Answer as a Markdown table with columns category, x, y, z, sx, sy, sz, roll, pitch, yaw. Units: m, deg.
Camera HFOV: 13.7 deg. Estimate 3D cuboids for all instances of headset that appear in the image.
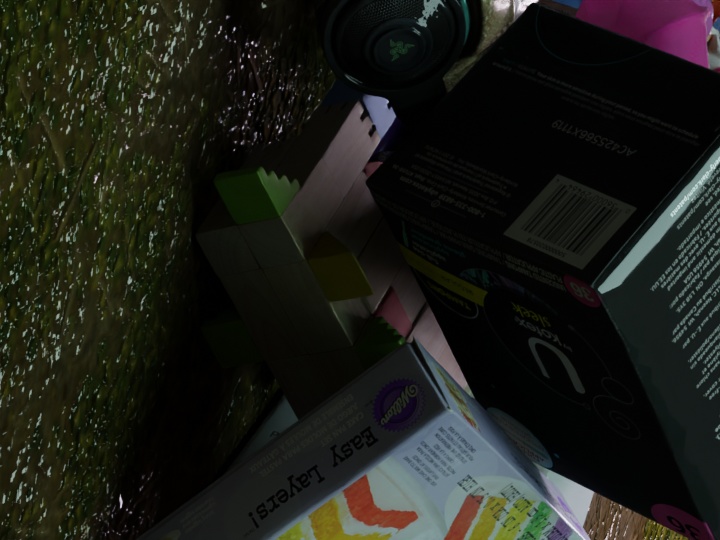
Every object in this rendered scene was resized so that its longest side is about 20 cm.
| category | x | y | z | sx | sy | sz | roll | pitch | yaw |
| --- | --- | --- | --- | --- | --- | --- | --- | --- | --- |
| headset | -0.009 | -0.138 | 1.368 | 0.200 | 0.094 | 0.124 | 65 | 6 | -64 |

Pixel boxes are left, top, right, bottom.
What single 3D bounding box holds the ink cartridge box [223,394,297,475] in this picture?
| category | x | y | z | sx | sy | sz | roll | pitch | yaw |
| --- | --- | --- | --- | --- | --- | --- | --- | --- | --- |
| ink cartridge box | -0.030 | 0.145 | 1.571 | 0.200 | 0.050 | 0.162 | -49 | 149 | -52 |

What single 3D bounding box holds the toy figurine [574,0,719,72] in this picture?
| category | x | y | z | sx | sy | sz | roll | pitch | yaw |
| --- | --- | --- | --- | --- | --- | --- | --- | --- | --- |
| toy figurine | 0.180 | -0.093 | 1.497 | 0.184 | 0.150 | 0.200 | 42 | 43 | -30 |

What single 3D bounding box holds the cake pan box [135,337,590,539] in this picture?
| category | x | y | z | sx | sy | sz | roll | pitch | yaw |
| --- | --- | --- | --- | --- | --- | --- | --- | --- | --- |
| cake pan box | -0.002 | 0.138 | 1.406 | 0.184 | 0.052 | 0.200 | -34 | 145 | 6 |

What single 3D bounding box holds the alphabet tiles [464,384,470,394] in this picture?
| category | x | y | z | sx | sy | sz | roll | pitch | yaw |
| --- | --- | --- | --- | --- | --- | --- | --- | --- | --- |
| alphabet tiles | 0.053 | 0.027 | 1.610 | 0.200 | 0.015 | 0.196 | -60 | -169 | -14 |

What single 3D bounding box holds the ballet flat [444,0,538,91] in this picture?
| category | x | y | z | sx | sy | sz | roll | pitch | yaw |
| --- | --- | --- | --- | --- | --- | --- | --- | --- | --- |
| ballet flat | 0.053 | -0.137 | 1.500 | 0.200 | 0.065 | 0.071 | 144 | -77 | -78 |

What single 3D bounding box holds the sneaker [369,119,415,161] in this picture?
| category | x | y | z | sx | sy | sz | roll | pitch | yaw |
| --- | --- | --- | --- | --- | --- | --- | --- | --- | --- |
| sneaker | 0.015 | -0.013 | 1.565 | 0.200 | 0.080 | 0.089 | -68 | 155 | -42 |

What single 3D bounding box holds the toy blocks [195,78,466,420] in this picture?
| category | x | y | z | sx | sy | sz | roll | pitch | yaw |
| --- | --- | --- | --- | --- | --- | --- | --- | --- | --- |
| toy blocks | 0.000 | 0.000 | 1.449 | 0.200 | 0.100 | 0.137 | 62 | 36 | -25 |

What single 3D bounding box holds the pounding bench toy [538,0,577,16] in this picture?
| category | x | y | z | sx | sy | sz | roll | pitch | yaw |
| --- | --- | --- | --- | --- | --- | --- | --- | --- | --- |
| pounding bench toy | 0.160 | -0.151 | 1.709 | 0.156 | 0.200 | 0.124 | 73 | 33 | -57 |

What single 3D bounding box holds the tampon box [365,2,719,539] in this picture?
| category | x | y | z | sx | sy | sz | roll | pitch | yaw |
| --- | --- | --- | --- | --- | --- | --- | --- | --- | --- |
| tampon box | 0.122 | 0.005 | 1.387 | 0.126 | 0.150 | 0.200 | -47 | 135 | -19 |

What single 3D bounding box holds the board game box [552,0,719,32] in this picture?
| category | x | y | z | sx | sy | sz | roll | pitch | yaw |
| --- | --- | --- | --- | --- | --- | --- | --- | --- | --- |
| board game box | 0.122 | -0.193 | 1.608 | 0.039 | 0.200 | 0.158 | 122 | -17 | -57 |

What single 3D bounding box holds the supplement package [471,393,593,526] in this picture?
| category | x | y | z | sx | sy | sz | roll | pitch | yaw |
| --- | --- | --- | --- | --- | --- | --- | --- | --- | --- |
| supplement package | 0.088 | 0.051 | 1.756 | 0.120 | 0.121 | 0.200 | 69 | 37 | -59 |
